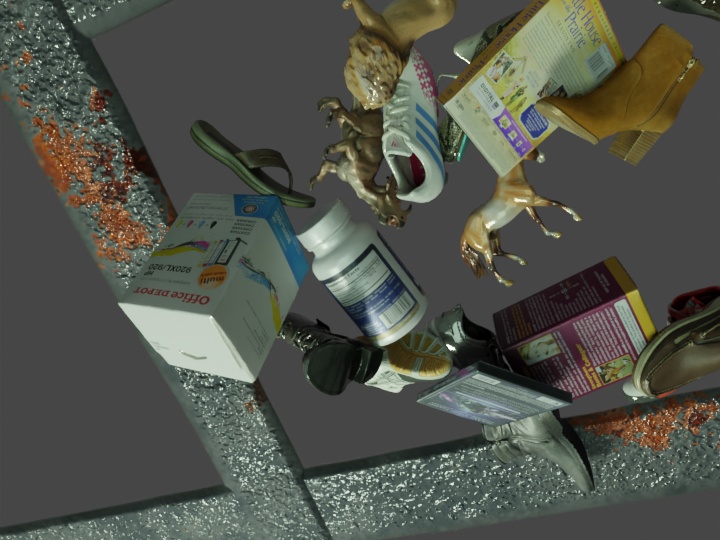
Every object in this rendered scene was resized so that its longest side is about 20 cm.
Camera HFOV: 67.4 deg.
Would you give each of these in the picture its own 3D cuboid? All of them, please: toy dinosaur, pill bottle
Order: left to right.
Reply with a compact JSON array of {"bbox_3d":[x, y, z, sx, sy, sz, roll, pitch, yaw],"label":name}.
[{"bbox_3d":[0.000,0.000,0.778,0.110,0.111,0.201,-33,107,21],"label":"pill bottle"},{"bbox_3d":[0.009,-0.163,0.716,0.133,0.086,0.204,4,95,-19],"label":"toy dinosaur"}]

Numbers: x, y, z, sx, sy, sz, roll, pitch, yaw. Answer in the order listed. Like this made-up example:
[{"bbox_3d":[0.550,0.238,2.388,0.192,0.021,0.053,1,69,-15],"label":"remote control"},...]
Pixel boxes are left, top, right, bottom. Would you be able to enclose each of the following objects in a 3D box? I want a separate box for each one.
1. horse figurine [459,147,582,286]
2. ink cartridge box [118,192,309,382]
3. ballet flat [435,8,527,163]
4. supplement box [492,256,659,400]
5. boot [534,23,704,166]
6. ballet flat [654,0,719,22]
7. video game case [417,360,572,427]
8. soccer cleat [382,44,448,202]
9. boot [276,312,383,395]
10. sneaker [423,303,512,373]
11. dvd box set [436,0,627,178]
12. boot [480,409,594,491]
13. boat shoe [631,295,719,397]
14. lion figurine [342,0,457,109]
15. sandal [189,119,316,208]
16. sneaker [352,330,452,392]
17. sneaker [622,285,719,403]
[{"bbox_3d":[0.202,-0.067,0.748,0.132,0.050,0.200,42,121,2],"label":"horse figurine"},{"bbox_3d":[-0.185,0.018,0.727,0.144,0.202,0.146,5,141,21],"label":"ink cartridge box"},{"bbox_3d":[0.134,-0.237,0.678,0.075,0.068,0.202,31,119,11],"label":"ballet flat"},{"bbox_3d":[0.312,0.095,0.782,0.198,0.104,0.132,-28,111,18],"label":"supplement box"},{"bbox_3d":[0.306,-0.218,0.633,0.198,0.071,0.146,13,114,-30],"label":"boot"},{"bbox_3d":[0.401,-0.322,0.610,0.197,0.047,0.068,25,148,2],"label":"ballet flat"},{"bbox_3d":[0.183,0.184,0.776,0.140,0.019,0.200,20,152,-9],"label":"video game case"},{"bbox_3d":[0.058,-0.184,0.670,0.069,0.086,0.204,-9,98,43],"label":"soccer cleat"},{"bbox_3d":[-0.075,0.106,0.770,0.172,0.199,0.070,22,92,28],"label":"boot"},{"bbox_3d":[0.191,0.135,0.831,0.199,0.075,0.082,40,120,-10],"label":"sneaker"},{"bbox_3d":[0.205,-0.227,0.642,0.200,0.030,0.146,-44,130,15],"label":"dvd box set"},{"bbox_3d":[0.296,0.299,0.910,0.131,0.070,0.202,-31,97,23],"label":"boot"},{"bbox_3d":[0.443,0.096,0.688,0.201,0.075,0.075,-37,109,-3],"label":"boat shoe"},{"bbox_3d":[0.053,-0.290,0.624,0.199,0.072,0.123,-36,95,4],"label":"lion figurine"},{"bbox_3d":[-0.143,-0.151,0.749,0.200,0.080,0.058,36,101,-9],"label":"sandal"},{"bbox_3d":[0.066,0.148,0.841,0.198,0.076,0.088,-2,133,43],"label":"sneaker"},{"bbox_3d":[0.457,0.103,0.788,0.200,0.067,0.108,-34,106,17],"label":"sneaker"}]
